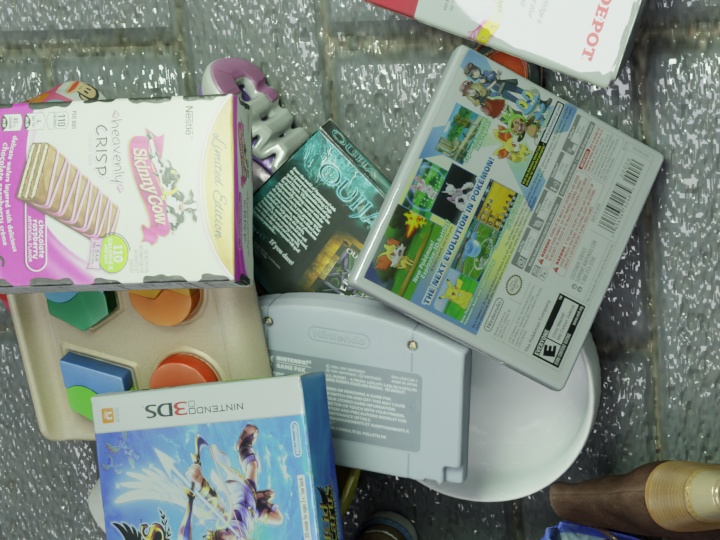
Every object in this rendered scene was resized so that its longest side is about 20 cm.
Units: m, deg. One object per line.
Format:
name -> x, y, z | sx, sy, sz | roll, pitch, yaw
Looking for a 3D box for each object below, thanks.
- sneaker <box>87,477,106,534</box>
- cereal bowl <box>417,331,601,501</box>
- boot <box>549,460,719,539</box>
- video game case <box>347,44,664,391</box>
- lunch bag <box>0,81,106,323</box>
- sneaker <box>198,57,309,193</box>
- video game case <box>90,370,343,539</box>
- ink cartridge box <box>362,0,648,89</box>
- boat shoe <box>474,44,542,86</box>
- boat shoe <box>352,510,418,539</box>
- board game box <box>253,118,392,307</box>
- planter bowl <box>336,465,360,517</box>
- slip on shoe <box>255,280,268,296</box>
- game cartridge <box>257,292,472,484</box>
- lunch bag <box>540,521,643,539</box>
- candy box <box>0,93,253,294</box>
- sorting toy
sneaker -> -0.141, 0.221, 1.708 | 0.200, 0.074, 0.116 | 32, 134, -3
cereal bowl -> 0.098, 0.078, 1.558 | 0.200, 0.083, 0.200 | 6, 110, 17
boot -> 0.269, 0.184, 1.532 | 0.166, 0.200, 0.073 | -9, 70, 49
video game case -> 0.110, -0.039, 1.457 | 0.182, 0.022, 0.200 | 27, 79, -12
lunch bag -> -0.221, -0.043, 1.537 | 0.176, 0.082, 0.200 | -24, 105, 26
sneaker -> -0.073, -0.072, 1.571 | 0.200, 0.080, 0.088 | 50, 123, 2
video game case -> -0.104, 0.182, 1.449 | 0.181, 0.045, 0.200 | -8, 88, 26
ink cartridge box -> 0.120, -0.239, 1.436 | 0.200, 0.083, 0.146 | 22, 114, 10
boat shoe -> 0.077, -0.093, 1.516 | 0.071, 0.063, 0.200 | 34, 115, 7
boat shoe -> -0.012, 0.301, 1.682 | 0.072, 0.072, 0.200 | 21, 114, 12
board game box -> 0.000, 0.000, 1.501 | 0.200, 0.028, 0.135 | 47, 118, -1
planter bowl -> -0.063, 0.166, 1.624 | 0.200, 0.083, 0.201 | -15, 62, 29
slip on shoe -> -0.125, -0.010, 1.611 | 0.200, 0.061, 0.076 | 42, 117, 7
game cartridge -> -0.011, 0.085, 1.503 | 0.200, 0.040, 0.134 | 9, 117, 18
lunch bag -> 0.210, 0.308, 1.583 | 0.200, 0.124, 0.170 | 22, 116, 2
candy box -> -0.180, -0.054, 1.422 | 0.200, 0.061, 0.137 | -2, 85, 10
sorting toy -> -0.172, 0.053, 1.499 | 0.200, 0.036, 0.185 | -2, 113, 18
